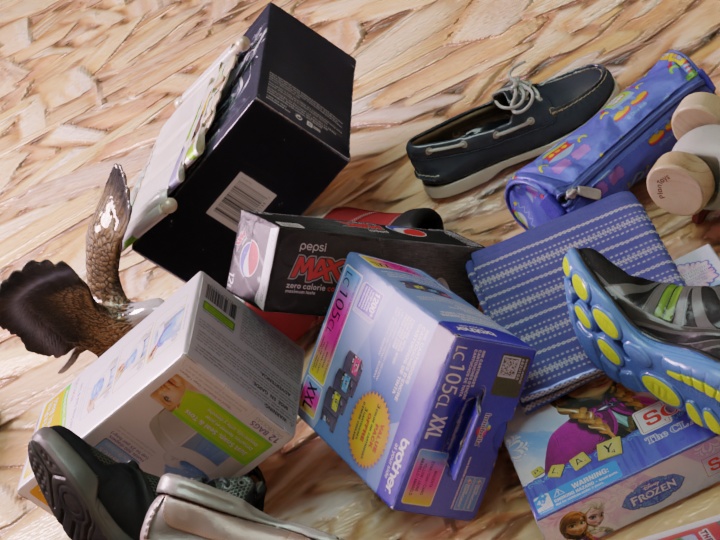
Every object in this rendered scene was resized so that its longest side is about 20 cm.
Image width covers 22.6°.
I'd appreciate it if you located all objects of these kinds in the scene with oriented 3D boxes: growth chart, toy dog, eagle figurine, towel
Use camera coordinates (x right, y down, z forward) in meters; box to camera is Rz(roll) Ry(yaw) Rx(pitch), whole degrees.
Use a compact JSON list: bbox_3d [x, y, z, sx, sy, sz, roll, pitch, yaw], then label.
[{"bbox_3d":[-0.161,-0.111,1.597,0.145,0.018,0.200,-28,36,54],"label":"growth chart"},{"bbox_3d":[0.310,-0.058,1.355,0.132,0.096,0.200,-39,47,-21],"label":"toy dog"},{"bbox_3d":[-0.221,0.025,1.520,0.151,0.200,0.152,-26,31,5],"label":"eagle figurine"},{"bbox_3d":[0.162,0.019,1.326,0.145,0.024,0.200,-24,33,5],"label":"towel"}]

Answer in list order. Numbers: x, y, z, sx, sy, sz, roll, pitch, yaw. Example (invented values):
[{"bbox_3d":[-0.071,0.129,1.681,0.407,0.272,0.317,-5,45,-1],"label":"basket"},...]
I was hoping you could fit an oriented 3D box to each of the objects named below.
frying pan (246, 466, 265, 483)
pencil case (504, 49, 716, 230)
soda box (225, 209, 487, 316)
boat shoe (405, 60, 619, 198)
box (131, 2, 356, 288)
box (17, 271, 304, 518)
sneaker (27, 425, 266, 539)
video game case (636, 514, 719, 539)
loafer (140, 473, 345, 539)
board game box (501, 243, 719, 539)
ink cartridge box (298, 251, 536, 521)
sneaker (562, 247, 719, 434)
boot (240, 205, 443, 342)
[{"bbox_3d":[-0.131,0.130,1.467,0.115,0.031,0.190,-22,29,12],"label":"frying pan"},{"bbox_3d":[0.210,-0.097,1.471,0.200,0.078,0.087,-39,4,-16],"label":"pencil case"},{"bbox_3d":[0.000,0.000,1.399,0.200,0.071,0.063,5,11,-33],"label":"soda box"},{"bbox_3d":[0.135,-0.137,1.606,0.200,0.062,0.075,-26,29,3],"label":"boat shoe"},{"bbox_3d":[-0.104,-0.107,1.636,0.200,0.104,0.182,-47,21,28],"label":"box"},{"bbox_3d":[-0.151,0.114,1.365,0.200,0.112,0.101,-38,26,27],"label":"box"},{"bbox_3d":[-0.145,0.170,1.302,0.199,0.076,0.114,40,54,11],"label":"sneaker"},{"bbox_3d":[0.202,0.213,1.035,0.182,0.023,0.200,-15,26,-7],"label":"video game case"},{"bbox_3d":[-0.055,0.201,1.225,0.200,0.072,0.063,20,75,13],"label":"loafer"},{"bbox_3d":[0.193,0.085,1.259,0.200,0.041,0.200,-26,31,4],"label":"board game box"},{"bbox_3d":[0.043,0.086,1.282,0.200,0.076,0.137,36,111,55],"label":"ink cartridge box"},{"bbox_3d":[0.211,0.041,1.200,0.083,0.071,0.200,-31,43,-26],"label":"sneaker"},{"bbox_3d":[-0.016,0.010,1.504,0.144,0.072,0.200,1,37,37],"label":"boot"}]
